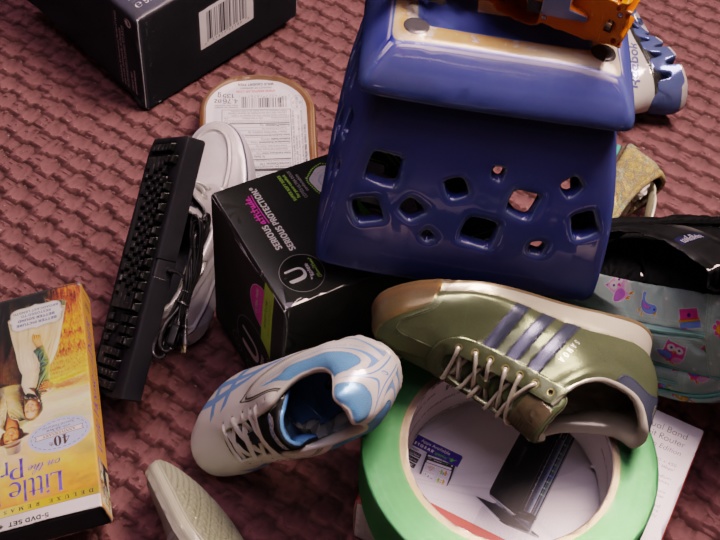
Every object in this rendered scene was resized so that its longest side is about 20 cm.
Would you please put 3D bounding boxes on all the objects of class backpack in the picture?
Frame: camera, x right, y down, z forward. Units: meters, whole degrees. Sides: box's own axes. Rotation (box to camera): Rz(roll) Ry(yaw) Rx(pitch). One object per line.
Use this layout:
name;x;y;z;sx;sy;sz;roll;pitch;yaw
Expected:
backpack;0.237;0.024;0.882;0.199;0.128;0.166;8;15;37

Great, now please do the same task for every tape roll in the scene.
tape roll;0.098;0.133;0.807;0.198;0.048;0.202;1;49;-2

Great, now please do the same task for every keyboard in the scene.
keyboard;-0.153;-0.002;0.885;0.127;0.020;0.202;6;82;51

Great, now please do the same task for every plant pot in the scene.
plant pot;0.082;-0.119;0.806;0.198;0.181;0.201;8;47;-1

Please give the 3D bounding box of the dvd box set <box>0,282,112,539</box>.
dvd box set;-0.263;0.109;0.869;0.145;0.030;0.201;-14;52;-2

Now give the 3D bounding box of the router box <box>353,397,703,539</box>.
router box;0.121;0.152;0.856;0.199;0.049;0.180;23;52;16

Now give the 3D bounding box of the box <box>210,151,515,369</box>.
box;0.000;0.000;0.911;0.199;0.149;0.125;-20;54;-21

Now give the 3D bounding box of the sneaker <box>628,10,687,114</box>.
sneaker;0.215;-0.216;1.152;0.114;0.081;0.200;-18;55;-21

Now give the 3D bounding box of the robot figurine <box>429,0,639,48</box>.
robot figurine;0.086;-0.211;0.726;0.199;0.058;0.145;25;48;12

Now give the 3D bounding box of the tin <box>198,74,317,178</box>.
tin;-0.093;-0.101;1.067;0.111;0.042;0.201;-4;50;-1

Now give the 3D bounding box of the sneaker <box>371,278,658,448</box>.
sneaker;0.105;0.067;0.777;0.198;0.067;0.090;10;48;-11

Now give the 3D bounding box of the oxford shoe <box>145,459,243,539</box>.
oxford shoe;-0.101;0.208;0.791;0.058;0.075;0.200;-44;56;8

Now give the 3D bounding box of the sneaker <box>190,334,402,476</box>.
sneaker;-0.057;0.100;0.808;0.072;0.199;0.072;-35;95;-50

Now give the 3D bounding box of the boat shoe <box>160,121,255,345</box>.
boat shoe;-0.133;-0.041;0.961;0.073;0.065;0.202;1;65;12

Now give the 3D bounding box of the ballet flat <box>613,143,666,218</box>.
ballet flat;0.207;-0.032;1.011;0.070;0.071;0.200;26;53;17

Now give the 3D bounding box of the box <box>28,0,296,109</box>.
box;-0.198;-0.298;1.155;0.198;0.124;0.200;40;61;22
